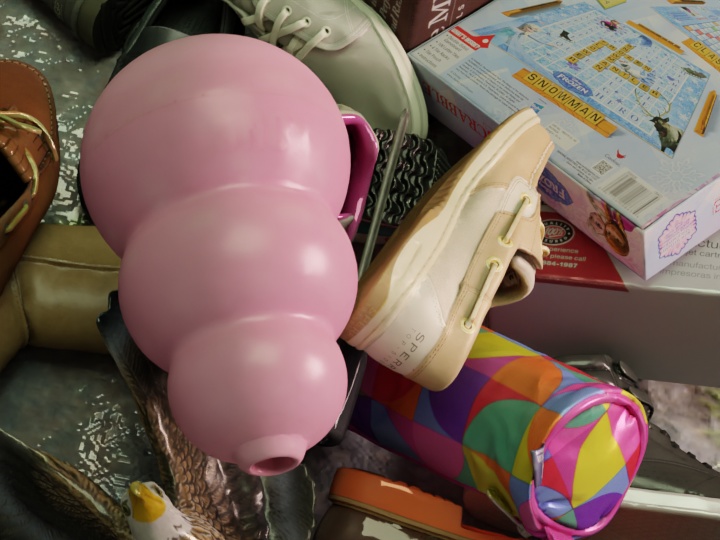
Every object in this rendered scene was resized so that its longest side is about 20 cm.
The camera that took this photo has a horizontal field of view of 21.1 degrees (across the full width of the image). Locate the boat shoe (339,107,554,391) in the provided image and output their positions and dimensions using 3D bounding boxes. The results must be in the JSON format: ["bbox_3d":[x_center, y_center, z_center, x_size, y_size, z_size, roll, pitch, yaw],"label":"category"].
[{"bbox_3d":[0.055,-0.009,0.956,0.069,0.074,0.200,43,44,-4],"label":"boat shoe"}]

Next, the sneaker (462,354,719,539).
[{"bbox_3d":[0.159,0.099,1.023,0.200,0.071,0.099,12,55,2],"label":"sneaker"}]

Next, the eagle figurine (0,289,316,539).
[{"bbox_3d":[-0.091,0.118,0.902,0.152,0.151,0.200,-9,48,-31],"label":"eagle figurine"}]

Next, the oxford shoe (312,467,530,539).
[{"bbox_3d":[0.069,0.166,0.966,0.200,0.071,0.073,21,79,1],"label":"oxford shoe"}]

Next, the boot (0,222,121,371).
[{"bbox_3d":[-0.136,0.033,1.013,0.200,0.066,0.175,7,51,-9],"label":"boot"}]

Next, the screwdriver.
[{"bbox_3d":[0.000,0.000,0.982,0.028,0.029,0.200,25,54,-17],"label":"screwdriver"}]

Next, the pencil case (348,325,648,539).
[{"bbox_3d":[0.048,0.067,0.971,0.088,0.088,0.200,-28,36,-30],"label":"pencil case"}]

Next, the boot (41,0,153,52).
[{"bbox_3d":[-0.185,-0.237,1.224,0.200,0.073,0.182,35,51,24],"label":"boot"}]

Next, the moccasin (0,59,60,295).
[{"bbox_3d":[-0.198,-0.050,0.988,0.074,0.078,0.201,15,39,2],"label":"moccasin"}]

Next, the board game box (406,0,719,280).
[{"bbox_3d":[0.164,-0.109,1.081,0.200,0.041,0.200,-33,50,-18],"label":"board game box"}]

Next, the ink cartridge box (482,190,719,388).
[{"bbox_3d":[0.157,-0.040,1.107,0.146,0.083,0.200,5,49,12],"label":"ink cartridge box"}]

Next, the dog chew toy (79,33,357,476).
[{"bbox_3d":[-0.057,-0.005,0.865,0.125,0.125,0.200,-4,63,-16],"label":"dog chew toy"}]

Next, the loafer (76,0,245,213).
[{"bbox_3d":[-0.116,-0.111,1.126,0.068,0.070,0.201,15,50,7],"label":"loafer"}]

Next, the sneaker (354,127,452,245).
[{"bbox_3d":[-0.053,-0.052,1.081,0.200,0.093,0.070,14,69,-12],"label":"sneaker"}]

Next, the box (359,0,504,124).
[{"bbox_3d":[0.052,-0.215,1.184,0.200,0.166,0.164,-27,59,-30],"label":"box"}]

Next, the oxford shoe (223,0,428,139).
[{"bbox_3d":[-0.035,-0.142,1.113,0.058,0.075,0.200,-29,79,-41],"label":"oxford shoe"}]

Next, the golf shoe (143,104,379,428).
[{"bbox_3d":[-0.051,0.000,0.969,0.075,0.092,0.200,27,75,-20],"label":"golf shoe"}]
